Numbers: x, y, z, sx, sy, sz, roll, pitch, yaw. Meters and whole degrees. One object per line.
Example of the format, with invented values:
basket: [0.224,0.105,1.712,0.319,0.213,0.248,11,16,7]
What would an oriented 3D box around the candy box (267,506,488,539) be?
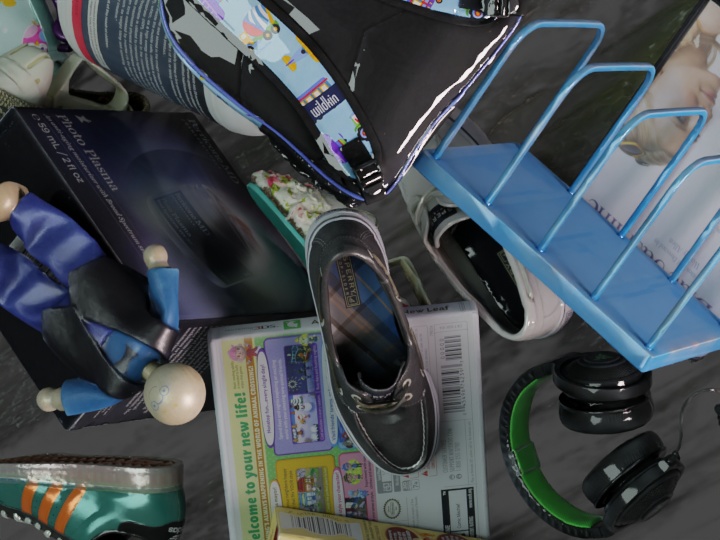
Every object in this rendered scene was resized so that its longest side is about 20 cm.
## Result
candy box: [0.028,0.238,1.646,0.199,0.055,0.116,10,106,-7]

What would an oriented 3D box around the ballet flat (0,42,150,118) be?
ballet flat: [-0.225,-0.125,1.725,0.068,0.200,0.075,44,110,32]

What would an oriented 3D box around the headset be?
headset: [0.182,0.107,1.597,0.200,0.094,0.124,-18,92,48]

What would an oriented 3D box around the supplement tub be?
supplement tub: [-0.098,-0.178,1.668,0.200,0.140,0.141,27,111,26]

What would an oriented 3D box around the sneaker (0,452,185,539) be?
sneaker: [-0.223,0.183,1.843,0.199,0.071,0.080,0,93,30]

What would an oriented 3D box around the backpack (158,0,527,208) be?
backpack: [-0.021,-0.162,1.501,0.200,0.135,0.183,37,95,-4]

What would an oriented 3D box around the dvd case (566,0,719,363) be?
dvd case: [0.223,-0.060,1.562,0.143,0.018,0.200,43,117,18]

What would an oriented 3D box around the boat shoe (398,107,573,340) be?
boat shoe: [0.067,-0.036,1.633,0.072,0.066,0.200,-36,79,30]

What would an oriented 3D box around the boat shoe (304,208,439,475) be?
boat shoe: [0.010,0.057,1.560,0.070,0.066,0.201,-12,117,0]

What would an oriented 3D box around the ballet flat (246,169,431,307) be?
ballet flat: [0.000,0.000,1.688,0.064,0.076,0.200,-35,81,-9]

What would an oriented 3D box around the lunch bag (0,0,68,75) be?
lunch bag: [-0.316,-0.189,1.805,0.200,0.122,0.171,-28,80,39]

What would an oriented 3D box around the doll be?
doll: [-0.175,0.033,1.550,0.200,0.048,0.137,38,103,22]

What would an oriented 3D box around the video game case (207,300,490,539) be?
video game case: [-0.005,0.121,1.640,0.181,0.022,0.201,-6,117,-3]

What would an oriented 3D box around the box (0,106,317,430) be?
box: [-0.159,-0.007,1.689,0.123,0.198,0.200,-47,66,26]

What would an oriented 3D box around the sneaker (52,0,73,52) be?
sneaker: [-0.208,-0.257,1.755,0.074,0.087,0.201,-15,90,32]

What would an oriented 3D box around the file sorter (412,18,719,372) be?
file sorter: [0.165,-0.053,1.509,0.200,0.139,0.123,42,113,20]
